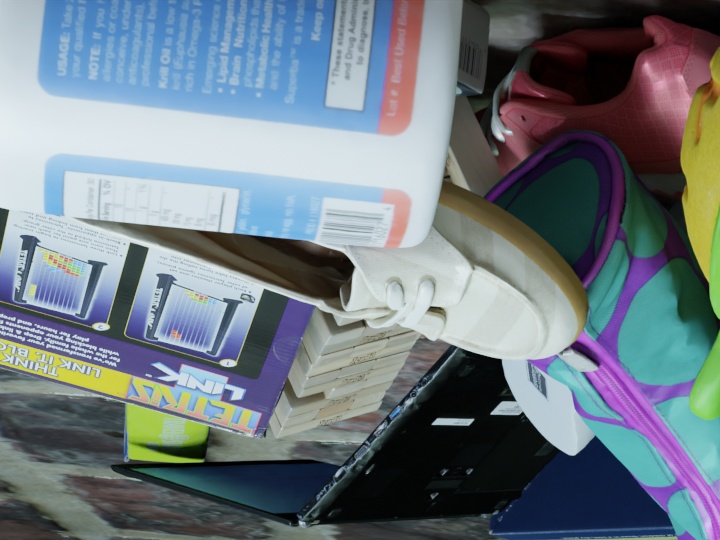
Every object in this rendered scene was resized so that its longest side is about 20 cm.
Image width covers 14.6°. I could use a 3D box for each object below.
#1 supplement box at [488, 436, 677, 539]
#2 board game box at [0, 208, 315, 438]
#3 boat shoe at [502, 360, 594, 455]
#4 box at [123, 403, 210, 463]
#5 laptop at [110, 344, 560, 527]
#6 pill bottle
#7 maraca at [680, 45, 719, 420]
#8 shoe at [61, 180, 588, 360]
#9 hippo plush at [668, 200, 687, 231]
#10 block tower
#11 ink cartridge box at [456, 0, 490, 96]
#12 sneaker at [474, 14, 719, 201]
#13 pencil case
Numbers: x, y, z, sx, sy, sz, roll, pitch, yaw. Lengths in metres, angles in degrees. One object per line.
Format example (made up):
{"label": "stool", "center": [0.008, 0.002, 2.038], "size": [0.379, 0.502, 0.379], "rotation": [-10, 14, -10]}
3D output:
{"label": "supplement box", "center": [0.210, 0.094, 1.543], "size": [0.199, 0.135, 0.199], "rotation": [-6, 162, 40]}
{"label": "board game box", "center": [-0.111, -0.019, 1.110], "size": [0.199, 0.057, 0.166], "rotation": [16, 147, -6]}
{"label": "boat shoe", "center": [0.106, 0.025, 1.235], "size": [0.072, 0.068, 0.200], "rotation": [48, 169, 17]}
{"label": "box", "center": [-0.092, 0.025, 1.401], "size": [0.047, 0.123, 0.200], "rotation": [5, 167, -4]}
{"label": "laptop", "center": [0.013, 0.070, 1.401], "size": [0.200, 0.103, 0.177], "rotation": [-49, 153, 24]}
{"label": "pill bottle", "center": [-0.071, -0.072, 0.921], "size": [0.198, 0.113, 0.112], "rotation": [6, 167, -4]}
{"label": "maraca", "center": [0.168, -0.027, 1.009], "size": [0.137, 0.201, 0.107], "rotation": [-28, -128, -35]}
{"label": "shoe", "center": [-0.017, -0.008, 0.997], "size": [0.199, 0.054, 0.070], "rotation": [23, 147, 6]}
{"label": "hippo plush", "center": [0.212, 0.021, 1.185], "size": [0.160, 0.161, 0.199], "rotation": [15, 164, -37]}
{"label": "block tower", "center": [0.000, 0.000, 1.178], "size": [0.057, 0.054, 0.200], "rotation": [-15, 157, -25]}
{"label": "ink cartridge box", "center": [-0.058, -0.088, 1.098], "size": [0.199, 0.040, 0.099], "rotation": [-4, 165, 36]}
{"label": "sneaker", "center": [0.080, -0.064, 1.119], "size": [0.087, 0.074, 0.199], "rotation": [32, 150, -32]}
{"label": "pencil case", "center": [0.114, 0.038, 1.094], "size": [0.085, 0.093, 0.200], "rotation": [-17, 135, 31]}
